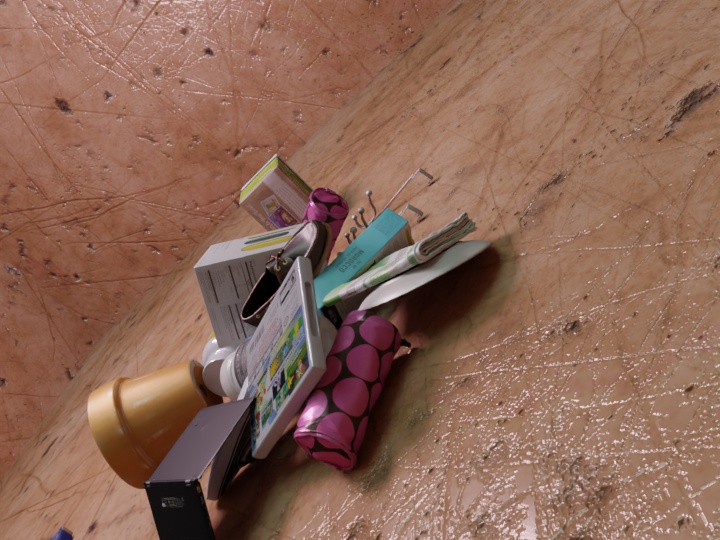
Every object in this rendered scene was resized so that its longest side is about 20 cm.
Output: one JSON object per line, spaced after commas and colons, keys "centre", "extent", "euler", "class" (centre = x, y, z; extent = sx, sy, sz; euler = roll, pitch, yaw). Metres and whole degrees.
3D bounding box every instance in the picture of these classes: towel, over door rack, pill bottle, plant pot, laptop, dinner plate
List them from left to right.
{"centre": [-0.352, 0.258, 1.268], "extent": [0.183, 0.200, 0.200], "euler": [-30, 18, 1], "class": "plant pot"}
{"centre": [-0.206, 0.295, 0.963], "extent": [0.116, 0.200, 0.187], "euler": [-13, -6, -38], "class": "laptop"}
{"centre": [-0.234, 0.146, 1.333], "extent": [0.112, 0.112, 0.200], "euler": [-40, 19, 20], "class": "pill bottle"}
{"centre": [-0.128, 0.144, 1.091], "extent": [0.200, 0.114, 0.114], "euler": [-28, 25, 44], "class": "pill bottle"}
{"centre": [0.039, -0.110, 1.338], "extent": [0.200, 0.067, 0.148], "euler": [-34, 22, 34], "class": "over door rack"}
{"centre": [0.050, -0.014, 0.973], "extent": [0.200, 0.031, 0.149], "euler": [-27, 1, 44], "class": "towel"}
{"centre": [0.081, 0.000, 0.945], "extent": [0.200, 0.024, 0.200], "euler": [-29, 1, 1], "class": "dinner plate"}

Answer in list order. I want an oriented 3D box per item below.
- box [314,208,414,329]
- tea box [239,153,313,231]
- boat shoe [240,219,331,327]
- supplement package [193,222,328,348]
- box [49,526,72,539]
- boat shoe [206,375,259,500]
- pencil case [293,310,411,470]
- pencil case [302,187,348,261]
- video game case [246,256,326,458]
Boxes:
{"centre": [0.000, 0.000, 1.113], "extent": [0.049, 0.082, 0.200], "euler": [36, 72, 31], "class": "box"}
{"centre": [-0.181, -0.160, 1.731], "extent": [0.134, 0.200, 0.197], "euler": [-43, 19, 8], "class": "tea box"}
{"centre": [-0.117, 0.007, 1.094], "extent": [0.200, 0.070, 0.070], "euler": [-60, 38, 13], "class": "boat shoe"}
{"centre": [-0.158, 0.020, 1.222], "extent": [0.200, 0.151, 0.152], "euler": [-13, 16, 3], "class": "supplement package"}
{"centre": [-0.631, 0.605, 1.379], "extent": [0.121, 0.032, 0.200], "euler": [-47, 16, -1], "class": "box"}
{"centre": [-0.168, 0.252, 1.026], "extent": [0.072, 0.068, 0.200], "euler": [-129, 61, -76], "class": "boat shoe"}
{"centre": [-0.010, 0.147, 0.864], "extent": [0.091, 0.094, 0.200], "euler": [13, 47, 17], "class": "pencil case"}
{"centre": [-0.085, -0.068, 1.357], "extent": [0.094, 0.091, 0.200], "euler": [-70, 6, -47], "class": "pencil case"}
{"centre": [-0.102, 0.113, 0.911], "extent": [0.200, 0.022, 0.182], "euler": [-57, 31, 37], "class": "video game case"}
